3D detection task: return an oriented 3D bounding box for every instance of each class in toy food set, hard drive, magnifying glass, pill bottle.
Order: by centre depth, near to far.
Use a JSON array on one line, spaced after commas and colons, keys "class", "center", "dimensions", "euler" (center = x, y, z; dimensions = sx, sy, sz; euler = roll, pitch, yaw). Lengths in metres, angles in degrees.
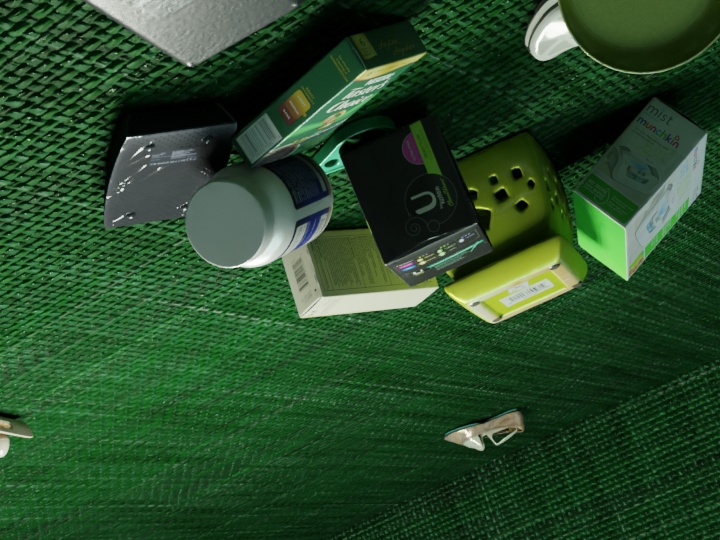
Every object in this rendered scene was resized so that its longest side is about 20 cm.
[{"class": "hard drive", "center": [-0.152, -0.254, 1.182], "dimensions": [0.139, 0.033, 0.200], "euler": [-26, 159, 18]}, {"class": "hard drive", "center": [-0.216, -0.116, 1.465], "dimensions": [0.134, 0.043, 0.200], "euler": [-10, 157, -22]}, {"class": "pill bottle", "center": [-0.112, -0.068, 1.484], "dimensions": [0.115, 0.116, 0.200], "euler": [-27, -178, 21]}, {"class": "magnifying glass", "center": [-0.042, -0.130, 1.615], "dimensions": [0.199, 0.023, 0.079], "euler": [-27, 159, 23]}, {"class": "toy food set", "center": [-0.633, 0.280, 2.080], "dimensions": [0.199, 0.061, 0.143], "euler": [-26, 159, 16]}]

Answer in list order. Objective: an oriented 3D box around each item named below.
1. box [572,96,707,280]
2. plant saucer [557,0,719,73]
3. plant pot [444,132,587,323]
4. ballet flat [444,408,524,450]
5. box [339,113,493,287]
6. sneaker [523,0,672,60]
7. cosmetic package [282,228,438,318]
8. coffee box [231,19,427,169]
[{"class": "box", "center": [0.383, -0.111, 1.832], "dimensions": [0.177, 0.097, 0.200], "euler": [-47, 158, -9]}, {"class": "plant saucer", "center": [0.286, -0.297, 1.319], "dimensions": [0.198, 0.031, 0.202], "euler": [-4, 114, -9]}, {"class": "plant pot", "center": [0.194, -0.045, 1.814], "dimensions": [0.199, 0.183, 0.199], "euler": [-25, 158, 14]}, {"class": "ballet flat", "center": [0.301, 0.392, 3.190], "dimensions": [0.199, 0.068, 0.068], "euler": [-20, 160, 2]}, {"class": "box", "center": [0.073, -0.080, 1.624], "dimensions": [0.124, 0.150, 0.200], "euler": [-24, 168, 7]}, {"class": "sneaker", "center": [0.261, -0.258, 1.420], "dimensions": [0.075, 0.116, 0.200], "euler": [-1, 153, -41]}, {"class": "cosmetic package", "center": [0.000, 0.000, 1.869], "dimensions": [0.199, 0.104, 0.073], "euler": [-3, 156, -34]}, {"class": "coffee box", "center": [-0.034, -0.183, 1.401], "dimensions": [0.200, 0.044, 0.123], "euler": [-36, 174, 37]}]
